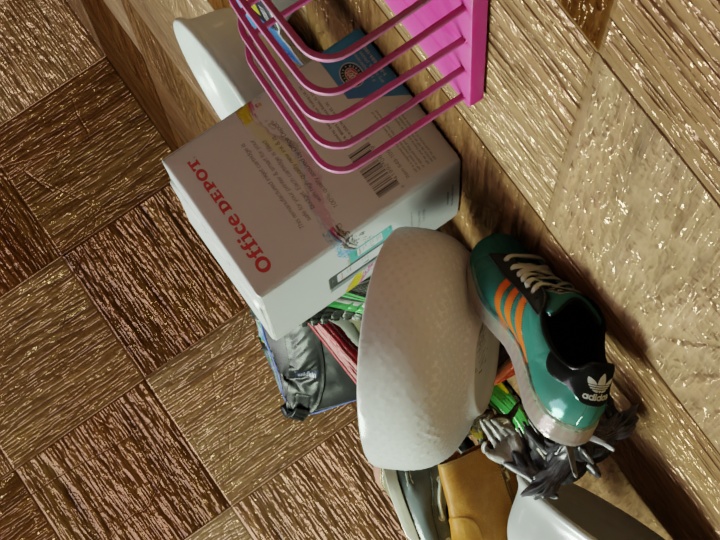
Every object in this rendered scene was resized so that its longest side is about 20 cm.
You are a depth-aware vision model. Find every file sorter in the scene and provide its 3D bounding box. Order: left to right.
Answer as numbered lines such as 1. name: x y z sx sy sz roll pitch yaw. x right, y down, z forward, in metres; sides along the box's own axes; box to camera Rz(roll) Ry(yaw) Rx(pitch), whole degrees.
1. file sorter: -0.009 -0.168 1.080 0.139 0.125 0.200 54 172 16

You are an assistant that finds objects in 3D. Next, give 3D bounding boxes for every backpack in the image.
1. backpack: -0.035 0.043 1.966 0.147 0.182 0.201 -97 -10 -58

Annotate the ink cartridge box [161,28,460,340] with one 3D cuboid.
1. ink cartridge box: -0.038 -0.068 1.409 0.147 0.200 0.146 54 172 15

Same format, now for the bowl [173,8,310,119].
1. bowl: -0.090 -0.179 1.627 0.201 0.090 0.201 55 173 10

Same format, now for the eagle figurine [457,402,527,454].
1. eagle figurine: 0.123 0.238 1.637 0.152 0.150 0.201 -2 -103 -70

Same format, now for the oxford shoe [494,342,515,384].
1. oxford shoe: 0.117 0.053 1.465 0.073 0.071 0.200 61 173 -4

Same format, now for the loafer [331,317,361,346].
1. loafer: 0.004 0.025 1.681 0.200 0.069 0.076 32 -146 -64

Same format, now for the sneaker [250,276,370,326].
1. sneaker: 0.000 0.000 1.513 0.078 0.199 0.086 -140 48 -69

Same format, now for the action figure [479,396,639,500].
1. action figure: 0.157 0.127 1.358 0.102 0.119 0.200 47 178 5

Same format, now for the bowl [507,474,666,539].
1. bowl: 0.199 0.258 1.429 0.200 0.091 0.201 31 -174 -4

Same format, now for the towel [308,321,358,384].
1. towel: -0.003 0.033 1.786 0.145 0.022 0.200 52 -151 -9

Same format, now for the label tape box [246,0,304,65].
1. label tape box: -0.095 -0.282 1.372 0.143 0.066 0.200 47 170 52

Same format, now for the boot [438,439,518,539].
1. boot: 0.095 0.238 1.480 0.071 0.201 0.145 -15 102 46

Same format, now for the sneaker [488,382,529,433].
1. sneaker: 0.119 0.146 1.780 0.200 0.085 0.078 56 172 -10

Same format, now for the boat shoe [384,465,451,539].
1. boat shoe: 0.086 0.262 1.533 0.073 0.062 0.201 -82 -31 -82

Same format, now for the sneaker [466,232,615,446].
1. sneaker: 0.142 0.032 1.258 0.080 0.071 0.200 -64 35 37

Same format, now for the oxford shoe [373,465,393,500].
1. oxford shoe: 0.067 0.133 1.570 0.074 0.070 0.201 -129 45 -60

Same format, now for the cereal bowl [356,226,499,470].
1. cereal bowl: 0.063 0.066 1.353 0.083 0.201 0.200 6 152 17
